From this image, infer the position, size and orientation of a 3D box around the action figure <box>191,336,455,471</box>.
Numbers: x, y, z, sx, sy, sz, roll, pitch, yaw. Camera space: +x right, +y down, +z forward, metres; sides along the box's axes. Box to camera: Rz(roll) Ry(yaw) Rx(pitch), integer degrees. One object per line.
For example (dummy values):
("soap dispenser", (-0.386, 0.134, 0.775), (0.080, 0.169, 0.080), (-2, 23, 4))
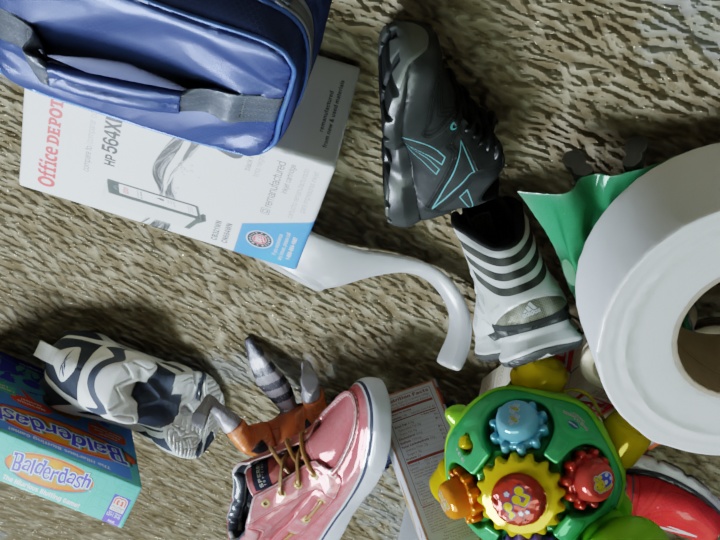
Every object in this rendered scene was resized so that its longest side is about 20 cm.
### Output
("action figure", (-0.023, 0.128, 1.507), (0.200, 0.105, 0.193), (-30, 142, 13))

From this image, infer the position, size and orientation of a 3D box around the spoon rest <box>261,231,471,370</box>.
("spoon rest", (0.000, 0.000, 1.273), (0.200, 0.061, 0.099), (32, 174, -18))

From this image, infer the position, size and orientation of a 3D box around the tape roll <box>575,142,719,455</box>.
("tape roll", (0.240, 0.019, 1.094), (0.202, 0.071, 0.203), (-3, 125, -5))

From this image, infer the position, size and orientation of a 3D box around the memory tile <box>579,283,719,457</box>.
("memory tile", (0.267, 0.069, 1.235), (0.200, 0.017, 0.153), (32, 120, -21))

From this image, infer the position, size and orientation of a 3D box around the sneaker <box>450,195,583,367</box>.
("sneaker", (0.108, 0.002, 1.228), (0.076, 0.116, 0.201), (-16, 180, -2))

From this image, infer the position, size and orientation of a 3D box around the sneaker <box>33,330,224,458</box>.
("sneaker", (-0.212, 0.101, 1.538), (0.129, 0.080, 0.199), (22, 179, 30))

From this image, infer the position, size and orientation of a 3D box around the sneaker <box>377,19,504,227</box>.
("sneaker", (0.050, -0.095, 1.093), (0.079, 0.076, 0.200), (-2, 156, 2))

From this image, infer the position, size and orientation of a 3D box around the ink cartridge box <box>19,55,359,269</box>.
("ink cartridge box", (-0.116, -0.093, 1.140), (0.200, 0.084, 0.146), (16, 151, -4))

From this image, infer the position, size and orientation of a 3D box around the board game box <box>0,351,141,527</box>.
("board game box", (-0.276, 0.142, 1.540), (0.152, 0.045, 0.200), (25, -169, -18))

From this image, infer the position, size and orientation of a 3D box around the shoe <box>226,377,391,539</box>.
("shoe", (-0.045, 0.162, 1.415), (0.091, 0.072, 0.200), (1, 137, -24))

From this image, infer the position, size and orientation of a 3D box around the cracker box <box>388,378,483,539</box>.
("cracker box", (0.073, 0.206, 1.404), (0.058, 0.200, 0.134), (-19, 139, -2))

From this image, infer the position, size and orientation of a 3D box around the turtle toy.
("turtle toy", (0.141, 0.162, 1.253), (0.200, 0.101, 0.146), (36, 112, 4))

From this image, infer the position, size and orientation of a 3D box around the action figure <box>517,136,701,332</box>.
("action figure", (0.179, 0.006, 1.153), (0.118, 0.055, 0.200), (-9, 128, 11))

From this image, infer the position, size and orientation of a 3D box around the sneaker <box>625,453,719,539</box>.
("sneaker", (0.186, 0.186, 1.359), (0.200, 0.085, 0.077), (17, 152, -4))

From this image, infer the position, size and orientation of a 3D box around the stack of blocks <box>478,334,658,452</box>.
("stack of blocks", (0.181, 0.094, 1.351), (0.115, 0.059, 0.200), (21, 150, -13))

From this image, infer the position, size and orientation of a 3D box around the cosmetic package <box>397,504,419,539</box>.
("cosmetic package", (0.134, 0.269, 1.531), (0.165, 0.200, 0.165), (-2, 147, 28))

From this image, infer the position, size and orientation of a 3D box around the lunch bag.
("lunch bag", (-0.119, -0.154, 0.986), (0.200, 0.133, 0.136), (16, 151, -3))
